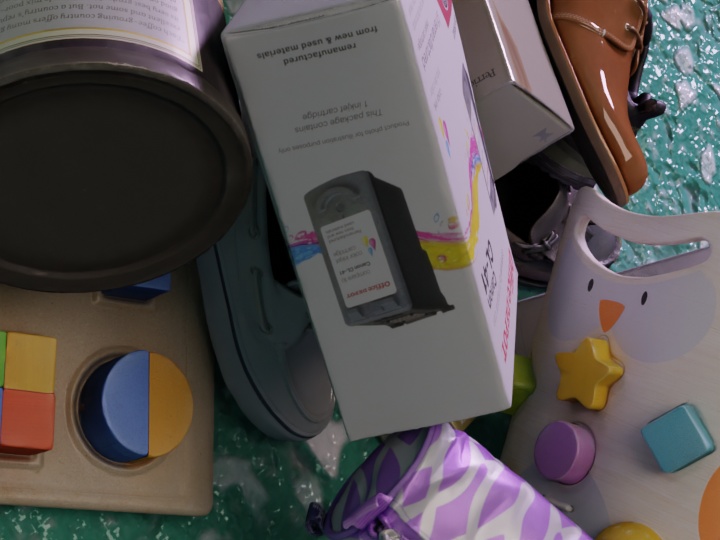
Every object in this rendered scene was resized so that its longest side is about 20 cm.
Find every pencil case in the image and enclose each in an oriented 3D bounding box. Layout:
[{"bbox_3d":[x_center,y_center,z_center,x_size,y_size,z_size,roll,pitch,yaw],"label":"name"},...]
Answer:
[{"bbox_3d":[0.074,0.152,0.780,0.200,0.084,0.086,40,14,-9],"label":"pencil case"}]

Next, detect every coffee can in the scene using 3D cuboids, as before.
[{"bbox_3d":[-0.133,-0.114,0.756,0.145,0.146,0.202,17,45,-33],"label":"coffee can"}]

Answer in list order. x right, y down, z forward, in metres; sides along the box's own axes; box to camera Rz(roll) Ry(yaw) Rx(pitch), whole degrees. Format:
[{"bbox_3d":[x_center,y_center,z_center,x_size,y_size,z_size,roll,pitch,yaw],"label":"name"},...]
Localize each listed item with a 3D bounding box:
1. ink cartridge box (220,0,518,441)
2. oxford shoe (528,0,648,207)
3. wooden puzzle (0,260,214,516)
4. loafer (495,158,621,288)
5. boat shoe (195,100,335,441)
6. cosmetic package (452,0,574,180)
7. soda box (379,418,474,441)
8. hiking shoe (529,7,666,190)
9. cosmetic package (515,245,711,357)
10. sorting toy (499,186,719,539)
[{"bbox_3d":[0.013,-0.047,0.773,0.148,0.085,0.202,-75,150,-63],"label":"ink cartridge box"},{"bbox_3d":[0.135,-0.132,0.931,0.070,0.071,0.202,-14,69,4],"label":"oxford shoe"},{"bbox_3d":[-0.145,0.021,0.812,0.199,0.046,0.187,11,72,-39],"label":"wooden puzzle"},{"bbox_3d":[0.093,-0.039,1.006,0.199,0.063,0.073,20,66,-32],"label":"loafer"},{"bbox_3d":[-0.041,0.006,0.854,0.074,0.065,0.202,-50,132,-42],"label":"boat shoe"},{"bbox_3d":[0.035,-0.144,0.916,0.071,0.105,0.202,27,38,-49],"label":"cosmetic package"},{"bbox_3d":[0.000,0.000,0.922,0.064,0.067,0.201,-41,104,-37],"label":"soda box"},{"bbox_3d":[0.138,-0.150,1.025,0.075,0.100,0.202,17,47,-40],"label":"hiking shoe"},{"bbox_3d":[0.202,0.094,0.968,0.122,0.199,0.202,-7,82,-38],"label":"cosmetic package"},{"bbox_3d":[0.142,0.052,0.869,0.106,0.199,0.182,5,96,-39],"label":"sorting toy"}]
